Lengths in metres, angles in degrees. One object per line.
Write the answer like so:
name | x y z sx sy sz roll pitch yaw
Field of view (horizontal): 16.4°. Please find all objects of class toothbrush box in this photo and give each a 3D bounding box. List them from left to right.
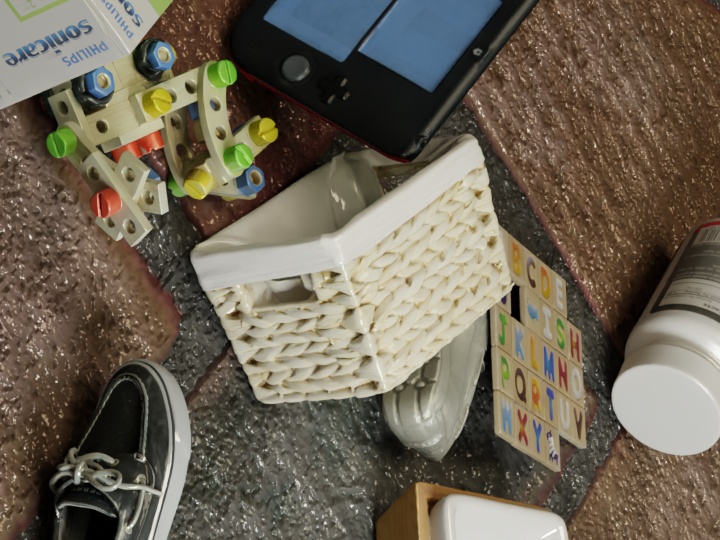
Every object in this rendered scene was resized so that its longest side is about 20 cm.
toothbrush box | -0.176 -0.206 1.619 0.086 0.145 0.200 53 44 -23

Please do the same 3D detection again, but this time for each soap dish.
soap dish | 0.083 0.263 1.800 0.157 0.081 0.201 16 65 -46

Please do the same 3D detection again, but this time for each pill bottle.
pill bottle | 0.288 0.056 2.089 0.114 0.114 0.200 55 43 -20

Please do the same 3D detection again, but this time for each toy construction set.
toy construction set | -0.140 -0.084 1.669 0.200 0.092 0.131 -34 103 -61

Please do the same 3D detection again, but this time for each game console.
game console | 0.021 -0.188 1.795 0.200 0.177 0.031 -52 152 -15

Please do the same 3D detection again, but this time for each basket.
basket | 0.000 0.000 1.756 0.200 0.135 0.124 -35 112 -49

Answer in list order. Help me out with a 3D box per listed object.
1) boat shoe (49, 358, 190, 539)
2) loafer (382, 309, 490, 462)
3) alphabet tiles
boat shoe | -0.161 0.143 1.567 0.068 0.073 0.200 40 57 -52
loafer | 0.062 0.053 1.870 0.070 0.070 0.200 62 36 -41
alphabet tiles | 0.139 0.069 1.944 0.200 0.008 0.168 35 50 -60
